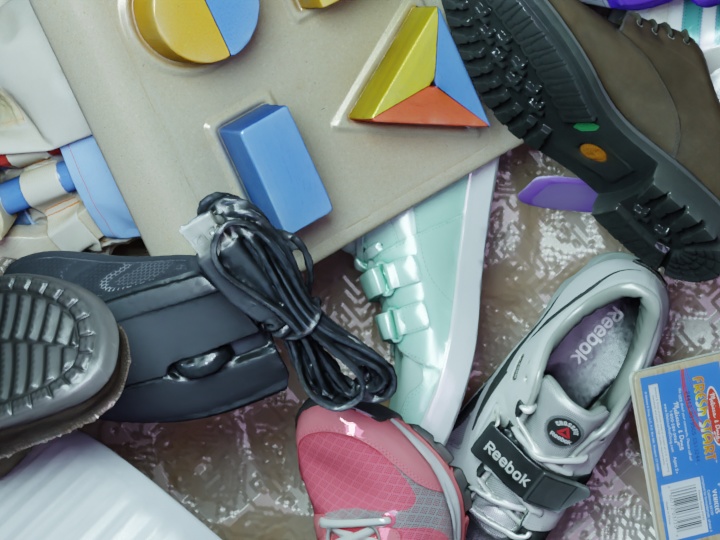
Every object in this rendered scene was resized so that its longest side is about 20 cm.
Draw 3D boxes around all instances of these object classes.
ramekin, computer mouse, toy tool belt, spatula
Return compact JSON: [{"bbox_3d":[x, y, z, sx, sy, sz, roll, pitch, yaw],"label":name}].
[{"bbox_3d":[-0.106,0.160,1.296,0.202,0.202,0.094,40,80,1],"label":"ramekin"},{"bbox_3d":[-0.094,0.031,1.248,0.139,0.199,0.053,50,51,-35],"label":"computer mouse"},{"bbox_3d":[-0.144,-0.049,1.338,0.122,0.125,0.201,-12,107,20],"label":"toy tool belt"},{"bbox_3d":[0.173,-0.013,1.355,0.199,0.057,0.021,21,73,-9],"label":"spatula"}]

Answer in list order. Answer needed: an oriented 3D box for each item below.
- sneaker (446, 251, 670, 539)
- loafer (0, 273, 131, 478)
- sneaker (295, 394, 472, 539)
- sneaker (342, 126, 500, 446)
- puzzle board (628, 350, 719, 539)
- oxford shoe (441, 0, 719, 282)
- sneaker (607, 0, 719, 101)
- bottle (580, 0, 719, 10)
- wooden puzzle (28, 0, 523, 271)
[{"bbox_3d":[0.083,0.080,1.341,0.074,0.089,0.201,29,93,-1],"label":"sneaker"},{"bbox_3d":[-0.170,0.055,1.246,0.199,0.071,0.074,-14,59,40],"label":"loafer"},{"bbox_3d":[0.013,0.153,1.303,0.073,0.087,0.201,-4,119,32],"label":"sneaker"},{"bbox_3d":[0.000,0.000,1.346,0.117,0.074,0.202,8,81,-5],"label":"sneaker"},{"bbox_3d":[0.209,0.133,1.342,0.150,0.017,0.202,-11,93,-24],"label":"puzzle board"},{"bbox_3d":[0.111,-0.091,1.281,0.200,0.072,0.085,47,60,-21],"label":"oxford shoe"},{"bbox_3d":[0.169,-0.135,1.343,0.200,0.070,0.094,-41,95,4],"label":"sneaker"},{"bbox_3d":[0.123,-0.165,1.301,0.199,0.065,0.084,14,70,26],"label":"bottle"},{"bbox_3d":[-0.028,-0.099,1.265,0.199,0.046,0.186,-29,106,-15],"label":"wooden puzzle"}]
